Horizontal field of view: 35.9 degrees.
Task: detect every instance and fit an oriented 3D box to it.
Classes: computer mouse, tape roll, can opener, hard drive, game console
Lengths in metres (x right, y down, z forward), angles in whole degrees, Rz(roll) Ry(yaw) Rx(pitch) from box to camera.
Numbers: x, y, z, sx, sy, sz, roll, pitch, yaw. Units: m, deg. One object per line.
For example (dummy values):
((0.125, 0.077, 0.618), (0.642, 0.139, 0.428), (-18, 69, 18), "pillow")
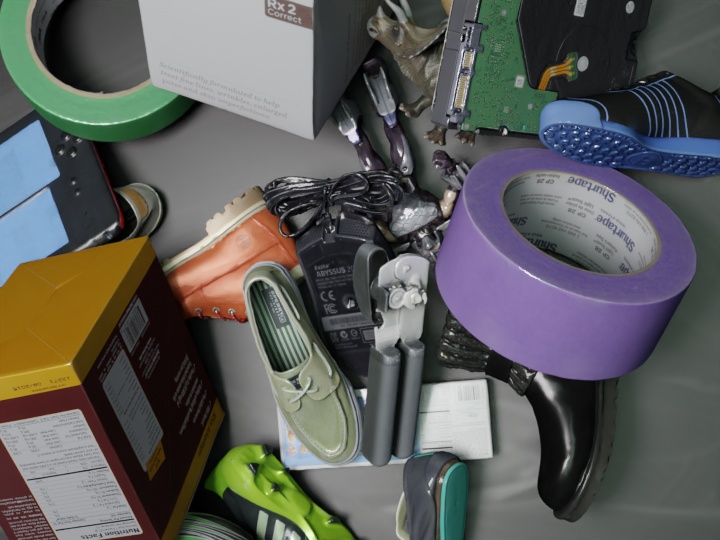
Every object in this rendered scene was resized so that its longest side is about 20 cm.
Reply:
((0.000, 0.000, 1.006), (0.138, 0.053, 0.201), (-4, 112, 24), "computer mouse")
((0.168, -0.010, 0.920), (0.199, 0.200, 0.085), (24, 129, 10), "tape roll")
((-0.237, -0.225, 1.053), (0.199, 0.048, 0.202), (0, 78, -1), "tape roll")
((0.026, 0.073, 0.971), (0.052, 0.066, 0.201), (-11, 114, -32), "can opener")
((0.155, -0.180, 0.936), (0.038, 0.199, 0.141), (26, 111, 50), "hard drive")
((-0.331, -0.057, 1.065), (0.199, 0.031, 0.177), (-32, 57, 8), "game console")

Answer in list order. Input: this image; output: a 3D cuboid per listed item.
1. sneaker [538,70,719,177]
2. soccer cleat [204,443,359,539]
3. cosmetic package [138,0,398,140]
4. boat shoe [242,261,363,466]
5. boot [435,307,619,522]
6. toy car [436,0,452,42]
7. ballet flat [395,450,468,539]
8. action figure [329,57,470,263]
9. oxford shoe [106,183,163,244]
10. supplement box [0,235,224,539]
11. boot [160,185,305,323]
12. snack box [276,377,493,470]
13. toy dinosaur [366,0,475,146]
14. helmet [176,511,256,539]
((0.237, -0.133, 0.953), (0.199, 0.070, 0.078), (7, 72, -25), "sneaker")
((-0.063, 0.248, 1.032), (0.200, 0.067, 0.081), (50, 126, 0), "soccer cleat")
((-0.072, -0.254, 0.946), (0.164, 0.165, 0.201), (20, 56, 13), "cosmetic package")
((-0.059, 0.089, 0.993), (0.072, 0.062, 0.201), (-25, 96, 11), "boat shoe")
((0.139, 0.101, 0.971), (0.157, 0.079, 0.213), (13, 75, -4), "boot")
((0.117, -0.268, 0.993), (0.163, 0.158, 0.201), (4, 114, 1), "toy car")
((0.063, 0.258, 1.005), (0.073, 0.073, 0.202), (0, 100, 10), "ballet flat")
((0.029, -0.089, 1.019), (0.130, 0.069, 0.201), (-26, 87, 3), "action figure")
((-0.278, -0.015, 1.075), (0.200, 0.058, 0.075), (-39, 84, 8), "oxford shoe")
((-0.231, 0.114, 0.950), (0.132, 0.198, 0.201), (-11, 118, 15), "supplement box")
((-0.140, 0.024, 1.044), (0.200, 0.075, 0.107), (-39, 88, 6), "boot")
((0.022, 0.144, 1.034), (0.199, 0.024, 0.072), (-5, 89, 10), "snack box")
((0.097, -0.165, 0.959), (0.199, 0.077, 0.103), (9, 123, -22), "toy dinosaur")
((-0.164, 0.308, 0.975), (0.200, 0.200, 0.191), (-36, 100, 7), "helmet")
